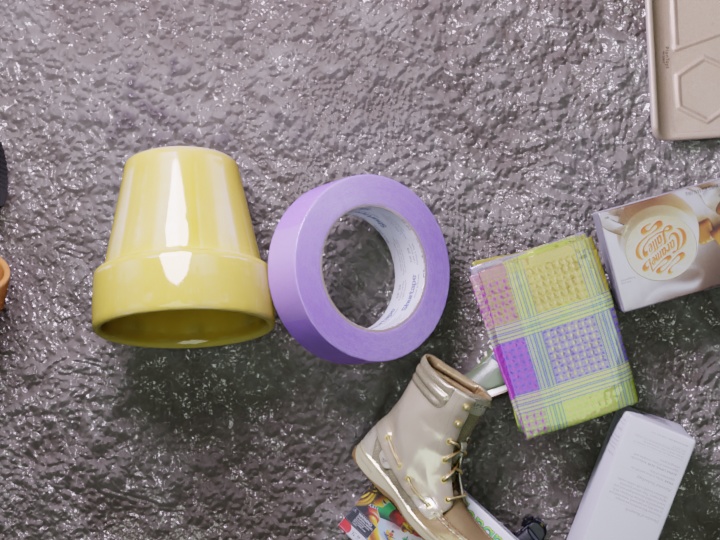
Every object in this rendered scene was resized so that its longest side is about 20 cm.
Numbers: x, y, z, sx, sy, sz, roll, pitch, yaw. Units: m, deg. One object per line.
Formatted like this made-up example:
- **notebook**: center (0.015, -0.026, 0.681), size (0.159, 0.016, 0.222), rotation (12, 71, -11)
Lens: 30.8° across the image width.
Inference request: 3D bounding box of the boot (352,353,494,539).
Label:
- **boot**: center (0.101, 0.205, 1.411), size (0.200, 0.073, 0.156), rotation (43, 107, 26)

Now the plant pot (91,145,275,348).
- **plant pot**: center (-0.196, -0.026, 1.446), size (0.198, 0.201, 0.192), rotation (-5, 74, 5)

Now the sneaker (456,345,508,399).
- **sneaker**: center (0.179, 0.086, 1.471), size (0.198, 0.067, 0.091), rotation (-21, 81, 5)

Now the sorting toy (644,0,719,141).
- **sorting toy**: center (0.416, -0.243, 1.460), size (0.197, 0.036, 0.188), rotation (-3, 91, 1)

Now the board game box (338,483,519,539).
- **board game box**: center (0.087, 0.305, 1.465), size (0.200, 0.035, 0.127), rotation (40, 91, 20)

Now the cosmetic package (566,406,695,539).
- **cosmetic package**: center (0.289, 0.257, 1.437), size (0.080, 0.113, 0.202), rotation (19, 94, 5)

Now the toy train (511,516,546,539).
- **toy train**: center (0.134, 0.353, 1.484), size (0.200, 0.046, 0.034), rotation (-43, 87, 4)

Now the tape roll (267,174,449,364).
- **tape roll**: center (0.000, 0.000, 1.429), size (0.198, 0.065, 0.203), rotation (3, 83, -31)

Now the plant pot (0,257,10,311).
- **plant pot**: center (-0.504, 0.055, 1.473), size (0.197, 0.200, 0.142), rotation (15, 108, 5)

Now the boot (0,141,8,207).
- **boot**: center (-0.499, -0.146, 1.526), size (0.137, 0.077, 0.202), rotation (-21, 76, 9)

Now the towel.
- **towel**: center (0.211, 0.067, 1.425), size (0.142, 0.023, 0.203), rotation (-18, 86, 1)

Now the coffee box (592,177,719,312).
- **coffee box**: center (0.367, -0.035, 1.440), size (0.197, 0.080, 0.116), rotation (-15, 90, 5)
